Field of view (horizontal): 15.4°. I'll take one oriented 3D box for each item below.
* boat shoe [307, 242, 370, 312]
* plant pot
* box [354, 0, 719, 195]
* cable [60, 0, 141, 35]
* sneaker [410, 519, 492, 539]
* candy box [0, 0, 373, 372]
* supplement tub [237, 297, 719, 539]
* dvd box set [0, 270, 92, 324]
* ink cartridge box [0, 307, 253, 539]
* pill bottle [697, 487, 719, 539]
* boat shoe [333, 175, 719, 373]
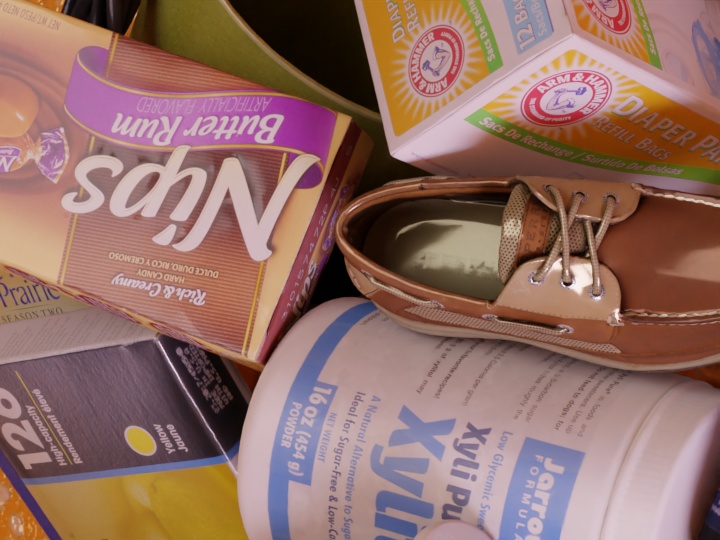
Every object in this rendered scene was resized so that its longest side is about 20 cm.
[{"bbox_3d":[0.000,0.003,1.239,0.201,0.060,0.072,8,66,-1],"label":"boat shoe"},{"bbox_3d":[-0.049,-0.075,1.331,0.200,0.187,0.187,-51,45,37],"label":"plant pot"},{"bbox_3d":[0.101,-0.091,1.157,0.101,0.200,0.113,-32,55,31],"label":"box"},{"bbox_3d":[-0.145,-0.118,1.328,0.200,0.051,0.164,-105,32,-74],"label":"cable"},{"bbox_3d":[0.022,0.209,1.059,0.099,0.071,0.201,-31,57,45],"label":"sneaker"},{"bbox_3d":[-0.108,-0.042,1.189,0.200,0.056,0.117,21,84,15],"label":"candy box"},{"bbox_3d":[0.060,0.092,1.143,0.200,0.132,0.132,12,83,29],"label":"supplement tub"},{"bbox_3d":[-0.123,0.060,1.349,0.146,0.029,0.200,-10,110,42],"label":"dvd box set"},{"bbox_3d":[-0.115,0.110,1.307,0.200,0.198,0.047,-11,30,39],"label":"ink cartridge box"},{"bbox_3d":[0.201,0.093,1.058,0.112,0.112,0.200,26,94,45],"label":"pill bottle"},{"bbox_3d":[0.079,-0.003,1.073,0.200,0.074,0.076,0,75,27],"label":"boat shoe"}]
